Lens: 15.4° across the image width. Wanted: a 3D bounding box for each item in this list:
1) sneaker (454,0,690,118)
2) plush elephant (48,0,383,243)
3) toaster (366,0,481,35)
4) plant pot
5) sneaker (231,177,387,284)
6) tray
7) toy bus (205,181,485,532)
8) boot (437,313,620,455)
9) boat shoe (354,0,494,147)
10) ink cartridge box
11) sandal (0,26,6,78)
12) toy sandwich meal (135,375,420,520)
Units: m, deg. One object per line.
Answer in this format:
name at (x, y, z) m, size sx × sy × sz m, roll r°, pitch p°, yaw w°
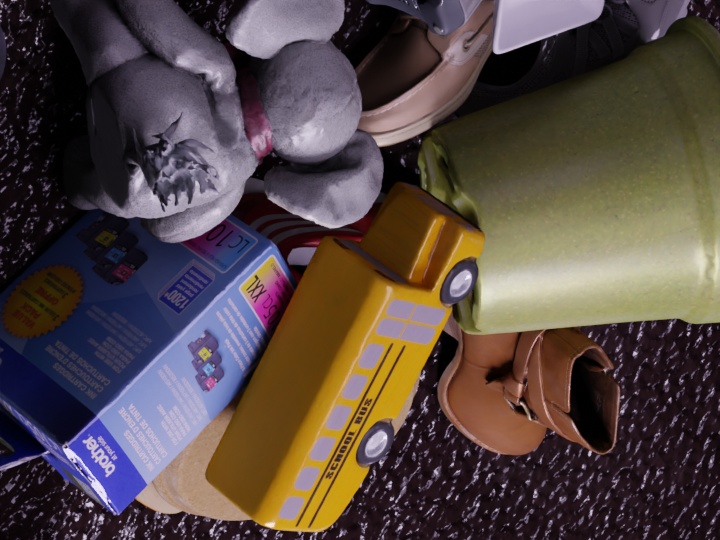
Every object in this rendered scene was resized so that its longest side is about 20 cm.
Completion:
sneaker at (0.139, -0.154, 1.730) m, size 0.200 × 0.075 × 0.082 m, roll -45°, pitch 138°, yaw -13°
plush elephant at (-0.072, -0.095, 1.468) m, size 0.154 × 0.200 × 0.166 m, roll -14°, pitch 116°, yaw -21°
toaster at (0.032, -0.246, 1.551) m, size 0.129 × 0.113 × 0.200 m, roll -49°, pitch 139°, yaw -15°
plant pot at (0.139, -0.043, 1.656) m, size 0.183 × 0.201 × 0.202 m, roll -12°, pitch 125°, yaw -9°
sneaker at (0.000, 0.000, 1.660) m, size 0.199 × 0.115 × 0.079 m, roll 3°, pitch 111°, yaw -44°
tray at (0.117, -0.232, 1.552) m, size 0.107 × 0.022 × 0.201 m, roll -22°, pitch 129°, yaw -44°
toy bus at (-0.008, 0.048, 1.523) m, size 0.078 × 0.065 × 0.201 m, roll 11°, pitch 110°, yaw -52°
boot at (0.124, 0.081, 1.795) m, size 0.077 × 0.155 × 0.201 m, roll -36°, pitch 134°, yaw -22°
boat shoe at (0.050, -0.156, 1.653) m, size 0.200 × 0.071 × 0.065 m, roll -46°, pitch 141°, yaw -27°
ink cartridge box at (-0.144, 0.047, 1.537) m, size 0.200 × 0.136 × 0.076 m, roll -46°, pitch 136°, yaw -13°
sandal at (-0.271, -0.093, 1.404) m, size 0.199 × 0.043 × 0.077 m, roll -27°, pitch 129°, yaw -30°
toy sandwich meal at (-0.059, 0.080, 1.644) m, size 0.204 × 0.070 × 0.206 m, roll -21°, pitch 146°, yaw -15°
